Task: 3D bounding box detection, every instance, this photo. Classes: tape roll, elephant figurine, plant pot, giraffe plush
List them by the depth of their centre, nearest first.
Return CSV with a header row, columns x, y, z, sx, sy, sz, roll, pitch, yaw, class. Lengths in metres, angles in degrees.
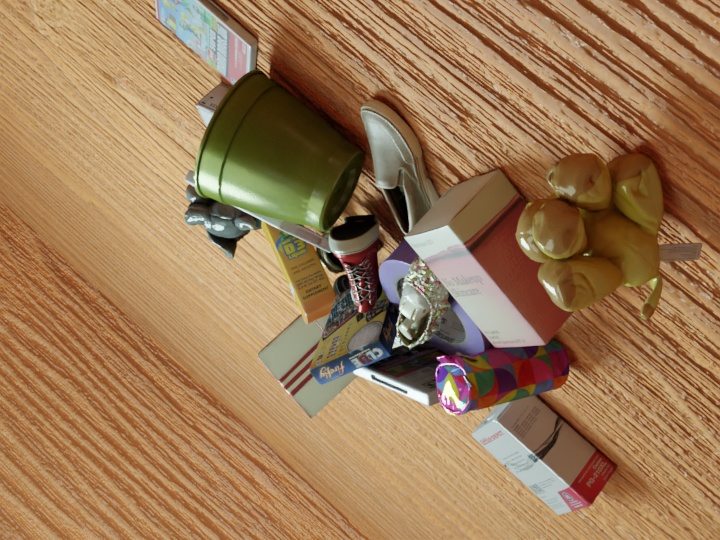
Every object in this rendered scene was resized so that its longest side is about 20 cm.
x,y,z,sx,sy,sz,roll,pitch,yaw,class
0.239,-0.047,1.084,0.198,0.174,0.162,16,-175,-29,giraffe plush
-0.105,-0.154,1.448,0.192,0.201,0.201,28,156,10,plant pot
0.128,0.033,1.478,0.199,0.085,0.201,38,158,19,tape roll
-0.239,-0.097,1.891,0.140,0.157,0.200,-8,155,9,elephant figurine

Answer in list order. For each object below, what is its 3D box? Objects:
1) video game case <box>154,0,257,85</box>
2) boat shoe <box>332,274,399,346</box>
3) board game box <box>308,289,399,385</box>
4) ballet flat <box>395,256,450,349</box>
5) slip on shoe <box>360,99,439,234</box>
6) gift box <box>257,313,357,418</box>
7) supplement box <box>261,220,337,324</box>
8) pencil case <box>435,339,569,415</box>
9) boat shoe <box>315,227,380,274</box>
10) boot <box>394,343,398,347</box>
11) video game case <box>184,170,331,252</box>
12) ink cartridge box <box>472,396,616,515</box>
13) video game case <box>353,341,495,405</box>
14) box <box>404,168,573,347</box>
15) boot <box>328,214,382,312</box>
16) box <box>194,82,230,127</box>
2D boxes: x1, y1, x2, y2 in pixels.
x,y,z,sx,sy,sz,roll,pitch,yaw,class
-0.234,-0.362,1.506,0.200,0.017,0.143,42,159,8,video game case
0.040,0.052,1.709,0.199,0.071,0.091,35,149,17,boat shoe
0.002,0.083,1.584,0.135,0.201,0.035,-26,115,28,board game box
0.083,0.054,1.396,0.075,0.064,0.201,37,157,21,ballet flat
0.045,-0.135,1.352,0.076,0.061,0.201,22,150,44,slip on shoe
-0.075,0.167,1.945,0.185,0.187,0.200,49,174,-7,gift box
-0.106,-0.015,1.738,0.069,0.066,0.201,90,155,-72,supplement box
0.199,0.144,1.409,0.088,0.198,0.089,18,111,55,pencil case
-0.035,-0.027,1.694,0.073,0.063,0.200,51,158,-16,boat shoe
0.137,0.188,1.774,0.199,0.066,0.176,18,146,48,boot
-0.158,-0.092,1.608,0.199,0.023,0.182,28,-179,27,video game case
0.297,0.297,1.650,0.200,0.084,0.145,42,159,5,ink cartridge box
0.120,0.146,1.545,0.182,0.199,0.023,16,116,50,video game case
0.174,-0.011,1.279,0.200,0.109,0.128,49,159,-12,box
0.000,0.000,1.494,0.200,0.072,0.146,-52,-42,-78,boot
-0.180,-0.199,1.647,0.116,0.060,0.201,27,153,39,box
